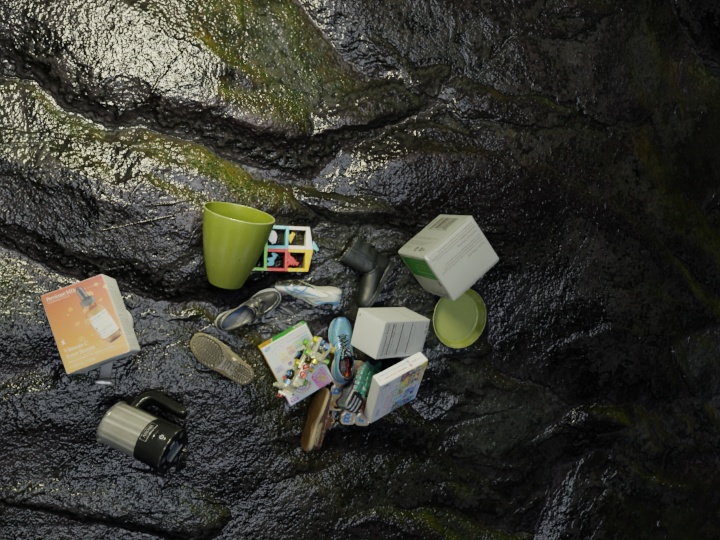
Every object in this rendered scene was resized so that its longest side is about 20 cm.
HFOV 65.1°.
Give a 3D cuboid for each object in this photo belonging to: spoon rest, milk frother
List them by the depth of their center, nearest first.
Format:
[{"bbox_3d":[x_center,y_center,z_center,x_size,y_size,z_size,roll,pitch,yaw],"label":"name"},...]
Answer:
[{"bbox_3d":[-0.649,0.191,1.459,0.099,0.061,0.201,10,78,-23],"label":"spoon rest"},{"bbox_3d":[-0.552,0.446,1.481,0.188,0.181,0.200,21,120,12],"label":"milk frother"}]

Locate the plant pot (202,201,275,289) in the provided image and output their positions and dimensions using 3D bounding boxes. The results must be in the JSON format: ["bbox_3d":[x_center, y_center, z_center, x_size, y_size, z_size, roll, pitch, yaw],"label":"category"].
[{"bbox_3d":[-0.339,-0.059,1.499,0.187,0.187,0.200,8,107,-22],"label":"plant pot"}]

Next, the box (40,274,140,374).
[{"bbox_3d":[-0.655,0.132,1.378,0.152,0.106,0.200,-22,85,-10],"label":"box"}]

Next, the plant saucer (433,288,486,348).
[{"bbox_3d":[0.319,0.152,1.845,0.199,0.031,0.201,-2,96,-21],"label":"plant saucer"}]

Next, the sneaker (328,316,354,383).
[{"bbox_3d":[-0.044,0.235,1.672,0.078,0.090,0.201,-4,87,-21],"label":"sneaker"}]

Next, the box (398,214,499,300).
[{"bbox_3d":[0.263,-0.045,1.713,0.200,0.199,0.171,-41,108,-11],"label":"box"}]

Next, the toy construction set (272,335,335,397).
[{"bbox_3d":[-0.158,0.272,1.569,0.092,0.131,0.200,45,79,-19],"label":"toy construction set"}]

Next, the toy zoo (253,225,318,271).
[{"bbox_3d":[-0.216,-0.063,1.617,0.199,0.020,0.132,2,95,-21],"label":"toy zoo"}]

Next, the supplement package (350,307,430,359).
[{"bbox_3d":[0.089,0.182,1.669,0.200,0.117,0.118,3,106,-43],"label":"supplement package"}]

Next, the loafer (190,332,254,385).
[{"bbox_3d":[-0.383,0.247,1.559,0.200,0.068,0.076,39,79,-4],"label":"loafer"}]

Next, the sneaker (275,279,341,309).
[{"bbox_3d":[-0.151,0.070,1.631,0.200,0.072,0.073,12,98,-19],"label":"sneaker"}]

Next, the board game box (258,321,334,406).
[{"bbox_3d":[-0.187,0.272,1.650,0.153,0.040,0.200,-28,105,-17],"label":"board game box"}]

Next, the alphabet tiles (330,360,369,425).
[{"bbox_3d":[-0.003,0.379,1.748,0.195,0.015,0.201,9,92,-22],"label":"alphabet tiles"}]

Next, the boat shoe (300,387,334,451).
[{"bbox_3d":[-0.115,0.445,1.682,0.072,0.072,0.200,13,96,-31],"label":"boat shoe"}]

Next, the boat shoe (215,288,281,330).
[{"bbox_3d":[-0.308,0.112,1.573,0.200,0.066,0.070,-24,103,-18],"label":"boat shoe"}]

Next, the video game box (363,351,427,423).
[{"bbox_3d":[0.104,0.352,1.696,0.182,0.047,0.200,-19,141,-29],"label":"video game box"}]

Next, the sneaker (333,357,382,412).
[{"bbox_3d":[-0.012,0.335,1.702,0.074,0.087,0.200,55,51,-24],"label":"sneaker"}]

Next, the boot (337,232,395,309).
[{"bbox_3d":[0.000,0.001,1.682,0.162,0.073,0.199,37,75,-23],"label":"boot"}]
